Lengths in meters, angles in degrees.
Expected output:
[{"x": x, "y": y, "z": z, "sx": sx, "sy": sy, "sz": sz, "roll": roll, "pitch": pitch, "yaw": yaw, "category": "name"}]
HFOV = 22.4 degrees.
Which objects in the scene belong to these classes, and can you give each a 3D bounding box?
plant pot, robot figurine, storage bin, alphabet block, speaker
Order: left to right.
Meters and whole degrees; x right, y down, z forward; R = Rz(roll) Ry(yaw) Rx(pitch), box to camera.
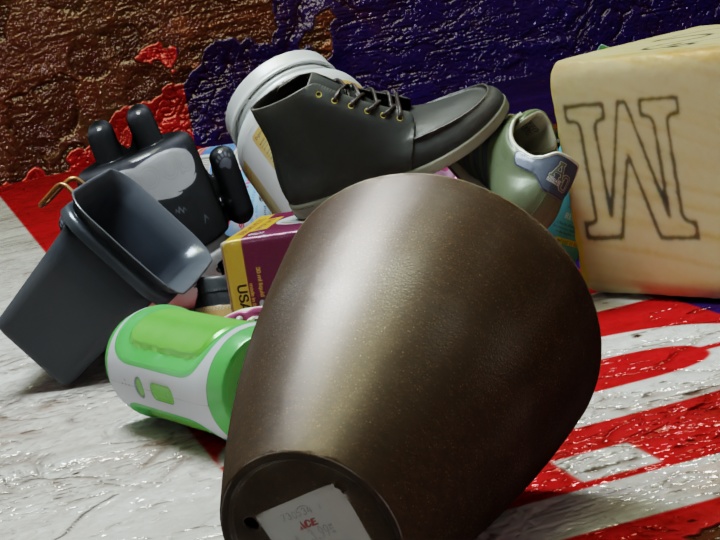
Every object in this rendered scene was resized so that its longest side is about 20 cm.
[{"x": -0.234, "y": 0.005, "z": 1.571, "sx": 0.134, "sy": 0.145, "sz": 0.200, "roll": -47, "pitch": 4, "yaw": 10, "category": "storage bin"}, {"x": -0.198, "y": -0.058, "z": 1.757, "sx": 0.149, "sy": 0.201, "sz": 0.125, "roll": -14, "pitch": 14, "yaw": 34, "category": "robot figurine"}, {"x": -0.108, "y": 0.071, "z": 1.275, "sx": 0.088, "sy": 0.089, "sz": 0.200, "roll": -16, "pitch": 11, "yaw": -28, "category": "speaker"}, {"x": 0.010, "y": 0.078, "z": 0.916, "sx": 0.186, "sy": 0.188, "sz": 0.200, "roll": -6, "pitch": 25, "yaw": 24, "category": "plant pot"}, {"x": 0.296, "y": -0.093, "z": 1.453, "sx": 0.194, "sy": 0.198, "sz": 0.199, "roll": -15, "pitch": 11, "yaw": -35, "category": "alphabet block"}]

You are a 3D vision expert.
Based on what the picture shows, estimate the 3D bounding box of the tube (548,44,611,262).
[{"x": 0.193, "y": -0.092, "z": 1.553, "sx": 0.077, "sy": 0.201, "sz": 0.050, "roll": 9, "pitch": 19, "yaw": -40, "category": "tube"}]

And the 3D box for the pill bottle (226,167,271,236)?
[{"x": -0.085, "y": -0.060, "z": 1.921, "sx": 0.108, "sy": 0.110, "sz": 0.199, "roll": -19, "pitch": 13, "yaw": -42, "category": "pill bottle"}]

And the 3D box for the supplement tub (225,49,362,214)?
[{"x": -0.031, "y": -0.101, "z": 1.740, "sx": 0.144, "sy": 0.145, "sz": 0.200, "roll": -16, "pitch": 54, "yaw": -30, "category": "supplement tub"}]

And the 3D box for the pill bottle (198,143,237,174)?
[{"x": -0.101, "y": -0.103, "z": 2.180, "sx": 0.198, "sy": 0.113, "sz": 0.112, "roll": -5, "pitch": 11, "yaw": 23, "category": "pill bottle"}]

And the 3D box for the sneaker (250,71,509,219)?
[{"x": 0.015, "y": -0.126, "z": 1.467, "sx": 0.199, "sy": 0.107, "sz": 0.075, "roll": -24, "pitch": 21, "yaw": 6, "category": "sneaker"}]

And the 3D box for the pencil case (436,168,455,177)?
[{"x": 0.055, "y": -0.093, "z": 1.875, "sx": 0.087, "sy": 0.088, "sz": 0.200, "roll": -12, "pitch": -10, "yaw": -11, "category": "pencil case"}]

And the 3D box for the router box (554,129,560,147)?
[{"x": 0.210, "y": -0.095, "z": 1.724, "sx": 0.199, "sy": 0.051, "sz": 0.149, "roll": 15, "pitch": 2, "yaw": -22, "category": "router box"}]

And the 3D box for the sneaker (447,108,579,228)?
[{"x": 0.125, "y": -0.095, "z": 1.491, "sx": 0.067, "sy": 0.090, "sz": 0.200, "roll": 28, "pitch": 17, "yaw": -26, "category": "sneaker"}]

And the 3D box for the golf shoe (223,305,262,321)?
[{"x": -0.016, "y": 0.041, "z": 1.389, "sx": 0.198, "sy": 0.076, "sz": 0.092, "roll": -7, "pitch": 7, "yaw": 12, "category": "golf shoe"}]

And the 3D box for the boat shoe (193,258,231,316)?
[{"x": -0.097, "y": 0.012, "z": 1.664, "sx": 0.074, "sy": 0.063, "sz": 0.200, "roll": -8, "pitch": 9, "yaw": 22, "category": "boat shoe"}]

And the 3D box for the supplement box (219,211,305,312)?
[{"x": 0.000, "y": 0.000, "z": 1.507, "sx": 0.198, "sy": 0.104, "sz": 0.131, "roll": -8, "pitch": 9, "yaw": 12, "category": "supplement box"}]
